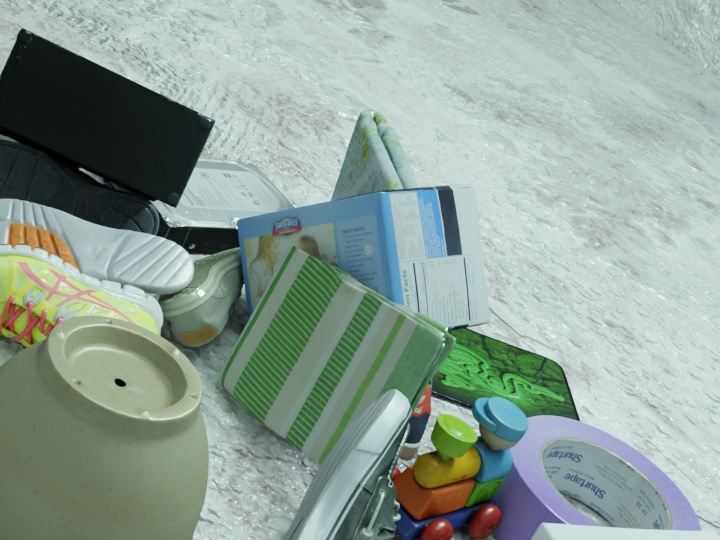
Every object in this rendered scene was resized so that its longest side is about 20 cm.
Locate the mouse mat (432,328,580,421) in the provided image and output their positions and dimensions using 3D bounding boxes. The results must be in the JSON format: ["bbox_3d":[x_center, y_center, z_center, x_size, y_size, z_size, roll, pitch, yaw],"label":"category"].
[{"bbox_3d":[0.142,0.111,1.594,0.199,0.008,0.161,19,26,-15],"label":"mouse mat"}]

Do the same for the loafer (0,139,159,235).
[{"bbox_3d":[-0.293,-0.072,1.454,0.199,0.072,0.063,22,2,-24],"label":"loafer"}]

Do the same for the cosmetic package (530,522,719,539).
[{"bbox_3d":[0.232,0.311,1.170,0.199,0.123,0.200,11,30,-34],"label":"cosmetic package"}]

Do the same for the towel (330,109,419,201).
[{"bbox_3d":[0.010,-0.048,1.569,0.048,0.172,0.200,10,30,-20],"label":"towel"}]

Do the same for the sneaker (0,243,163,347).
[{"bbox_3d":[-0.254,0.042,1.252,0.199,0.078,0.091,14,35,-23],"label":"sneaker"}]

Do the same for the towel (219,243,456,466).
[{"bbox_3d":[-0.027,0.079,1.286,0.199,0.153,0.023,30,-1,38],"label":"towel"}]

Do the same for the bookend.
[{"bbox_3d":[-0.259,-0.142,1.484,0.199,0.093,0.199,25,-4,-10],"label":"bookend"}]

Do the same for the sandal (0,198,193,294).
[{"bbox_3d":[-0.254,-0.003,1.351,0.205,0.059,0.080,14,51,-5],"label":"sandal"}]

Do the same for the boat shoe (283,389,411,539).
[{"bbox_3d":[-0.005,0.187,1.168,0.071,0.072,0.201,36,65,-9],"label":"boat shoe"}]

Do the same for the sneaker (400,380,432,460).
[{"bbox_3d":[0.030,0.096,1.398,0.074,0.085,0.200,16,16,-18],"label":"sneaker"}]

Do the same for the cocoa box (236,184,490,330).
[{"bbox_3d":[0.000,0.000,1.400,0.199,0.135,0.131,-9,-1,45],"label":"cocoa box"}]

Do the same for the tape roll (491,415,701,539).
[{"bbox_3d":[0.211,0.222,1.385,0.199,0.066,0.201,22,27,-12],"label":"tape roll"}]

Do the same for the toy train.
[{"bbox_3d":[0.057,0.171,1.266,0.199,0.116,0.085,-5,39,-49],"label":"toy train"}]

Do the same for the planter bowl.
[{"bbox_3d":[-0.193,0.119,1.097,0.199,0.135,0.201,22,25,-11],"label":"planter bowl"}]

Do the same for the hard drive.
[{"bbox_3d":[-0.161,-0.072,1.601,0.199,0.038,0.140,1,36,-42],"label":"hard drive"}]

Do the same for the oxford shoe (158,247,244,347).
[{"bbox_3d":[-0.144,0.023,1.424,0.200,0.075,0.058,-69,137,-72],"label":"oxford shoe"}]
